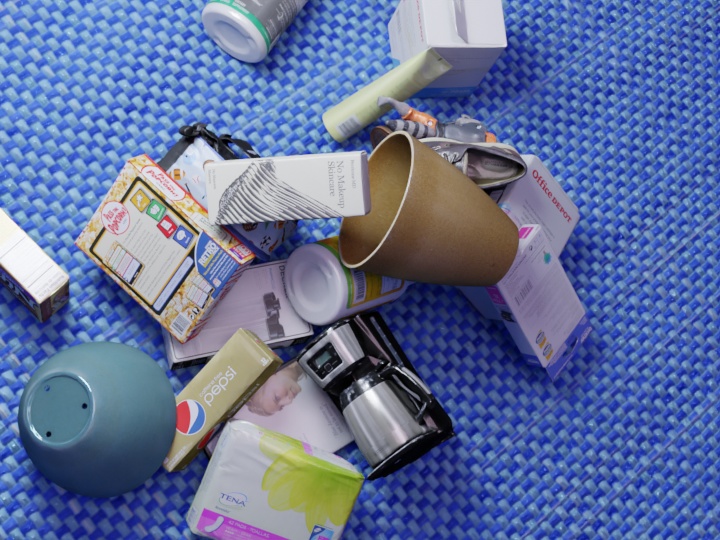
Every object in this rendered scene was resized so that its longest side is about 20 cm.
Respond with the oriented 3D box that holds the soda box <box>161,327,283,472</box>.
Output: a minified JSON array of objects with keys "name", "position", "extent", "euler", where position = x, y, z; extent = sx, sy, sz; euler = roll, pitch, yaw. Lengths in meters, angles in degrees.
[{"name":"soda box","position":[-0.195,0.170,1.531],"extent":[0.064,0.068,0.200],"euler":[42,91,11]}]

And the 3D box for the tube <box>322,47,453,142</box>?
[{"name":"tube","position":[0.037,-0.258,1.701],"extent":[0.199,0.058,0.052],"euler":[-30,106,22]}]

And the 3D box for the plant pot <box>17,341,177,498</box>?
[{"name":"plant pot","position":[-0.346,0.180,1.454],"extent":[0.199,0.135,0.202],"euler":[-2,78,11]}]

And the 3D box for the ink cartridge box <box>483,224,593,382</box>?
[{"name":"ink cartridge box","position":[0.253,0.048,1.658],"extent":[0.119,0.042,0.201],"euler":[-48,120,-27]}]

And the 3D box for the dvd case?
[{"name":"dvd case","position":[-0.118,0.218,1.602],"extent":[0.199,0.018,0.143],"euler":[-30,84,-20]}]

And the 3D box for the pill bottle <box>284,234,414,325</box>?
[{"name":"pill bottle","position":[0.000,0.000,1.618],"extent":[0.199,0.111,0.112],"euler":[-18,78,-46]}]

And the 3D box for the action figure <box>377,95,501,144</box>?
[{"name":"action figure","position":[0.117,-0.158,1.653],"extent":[0.192,0.105,0.201],"euler":[6,66,-10]}]

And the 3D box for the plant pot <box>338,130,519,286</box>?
[{"name":"plant pot","position":[0.100,-0.056,1.524],"extent":[0.199,0.186,0.188],"euler":[23,69,-23]}]

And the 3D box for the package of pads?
[{"name":"package of pads","position":[-0.109,0.294,1.525],"extent":[0.199,0.068,0.155],"euler":[22,91,-14]}]

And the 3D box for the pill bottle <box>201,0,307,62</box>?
[{"name":"pill bottle","position":[-0.137,-0.416,1.729],"extent":[0.113,0.113,0.201],"euler":[34,69,-3]}]

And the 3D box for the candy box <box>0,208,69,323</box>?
[{"name":"candy box","position":[-0.469,-0.029,1.531],"extent":[0.200,0.117,0.056],"euler":[46,69,1]}]

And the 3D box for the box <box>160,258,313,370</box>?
[{"name":"box","position":[-0.175,0.059,1.611],"extent":[0.199,0.060,0.117],"euler":[-9,77,-17]}]

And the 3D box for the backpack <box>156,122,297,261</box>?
[{"name":"backpack","position":[-0.180,-0.093,1.588],"extent":[0.190,0.200,0.155],"euler":[35,95,6]}]

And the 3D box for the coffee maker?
[{"name":"coffee maker","position":[0.022,0.169,1.591],"extent":[0.134,0.192,0.201],"euler":[-34,75,2]}]

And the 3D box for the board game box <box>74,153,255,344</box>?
[{"name":"board game box","position":[-0.255,-0.027,1.512],"extent":[0.200,0.152,0.046],"euler":[43,25,5]}]

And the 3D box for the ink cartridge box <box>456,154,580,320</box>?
[{"name":"ink cartridge box","position":[0.217,-0.048,1.700],"extent":[0.146,0.083,0.201],"euler":[46,65,-32]}]

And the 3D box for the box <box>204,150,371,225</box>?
[{"name":"box","position":[-0.089,-0.103,1.457],"extent":[0.198,0.068,0.083],"euler":[-5,97,8]}]

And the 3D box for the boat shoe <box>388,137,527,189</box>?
[{"name":"boat shoe","position":[0.133,-0.143,1.596],"extent":[0.198,0.065,0.073],"euler":[-1,100,-14]}]

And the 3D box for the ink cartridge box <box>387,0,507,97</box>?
[{"name":"ink cartridge box","position":[0.130,-0.356,1.733],"extent":[0.124,0.200,0.130],"euler":[-2,75,-15]}]

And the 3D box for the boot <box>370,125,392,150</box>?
[{"name":"boot","position":[0.107,-0.158,1.752],"extent":[0.200,0.075,0.097],"euler":[45,51,1]}]
